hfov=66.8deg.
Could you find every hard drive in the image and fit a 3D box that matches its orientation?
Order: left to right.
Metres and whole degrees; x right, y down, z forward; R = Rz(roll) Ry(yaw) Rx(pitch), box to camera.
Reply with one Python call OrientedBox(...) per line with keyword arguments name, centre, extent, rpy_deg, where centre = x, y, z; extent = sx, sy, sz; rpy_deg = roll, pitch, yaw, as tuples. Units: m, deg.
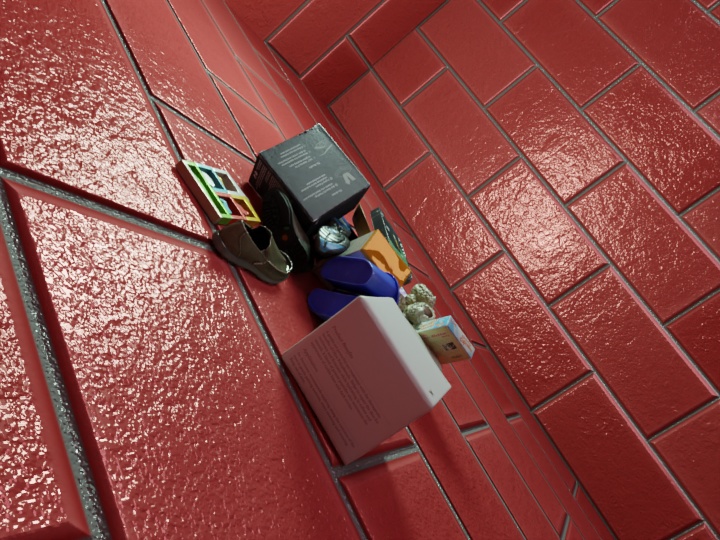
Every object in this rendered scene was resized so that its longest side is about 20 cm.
OrientedBox(name="hard drive", centre=(0.082, -0.068, 1.484), extent=(0.140, 0.038, 0.201), rpy_deg=(54, 14, -35))

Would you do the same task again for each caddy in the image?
OrientedBox(name="caddy", centre=(-0.010, 0.054, 1.098), extent=(0.199, 0.143, 0.105), rpy_deg=(9, -22, 49))

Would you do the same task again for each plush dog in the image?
OrientedBox(name="plush dog", centre=(0.097, 0.111, 1.462), extent=(0.170, 0.162, 0.200), rpy_deg=(28, 22, 0))

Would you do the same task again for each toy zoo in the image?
OrientedBox(name="toy zoo", centre=(-0.264, -0.144, 1.060), extent=(0.132, 0.020, 0.200), rpy_deg=(55, 13, 7))

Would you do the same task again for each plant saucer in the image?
OrientedBox(name="plant saucer", centre=(0.021, -0.069, 1.370), extent=(0.200, 0.035, 0.202), rpy_deg=(-22, 91, -87))

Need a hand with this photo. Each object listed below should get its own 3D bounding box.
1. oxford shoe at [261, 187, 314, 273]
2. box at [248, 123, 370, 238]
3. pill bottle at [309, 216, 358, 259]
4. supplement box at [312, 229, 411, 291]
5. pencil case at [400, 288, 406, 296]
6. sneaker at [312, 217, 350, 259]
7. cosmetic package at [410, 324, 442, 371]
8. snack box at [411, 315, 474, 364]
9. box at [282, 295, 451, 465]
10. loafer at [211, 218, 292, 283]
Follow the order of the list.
OrientedBox(name="oxford shoe", centre=(-0.157, -0.083, 1.185), extent=(0.202, 0.072, 0.084), rpy_deg=(69, 13, 11))
OrientedBox(name="box", centre=(-0.120, -0.204, 1.277), extent=(0.196, 0.117, 0.201), rpy_deg=(-36, 83, -34))
OrientedBox(name="pill bottle", centre=(-0.071, -0.082, 1.378), extent=(0.201, 0.111, 0.112), rpy_deg=(55, 13, 9))
OrientedBox(name="supplement box", centre=(0.000, 0.000, 1.230), extent=(0.126, 0.199, 0.074), rpy_deg=(50, 52, -18))
OrientedBox(name="pencil case", centre=(0.089, 0.076, 1.619), extent=(0.201, 0.085, 0.084), rpy_deg=(59, -20, 26))
OrientedBox(name="sneaker", centre=(-0.068, -0.053, 1.188), extent=(0.073, 0.082, 0.200), rpy_deg=(37, 15, -2))
OrientedBox(name="cosmetic package", centre=(0.093, 0.182, 1.294), extent=(0.201, 0.103, 0.073), rpy_deg=(50, 12, -17))
OrientedBox(name="snack box", centre=(0.169, 0.184, 1.359), extent=(0.117, 0.199, 0.037), rpy_deg=(52, 44, -20))
OrientedBox(name="box", centre=(0.018, 0.169, 0.904), extent=(0.200, 0.171, 0.200), rpy_deg=(56, 13, 13))
OrientedBox(name="loafer", centre=(-0.175, -0.034, 0.975), extent=(0.076, 0.069, 0.200), rpy_deg=(59, 14, 25))
